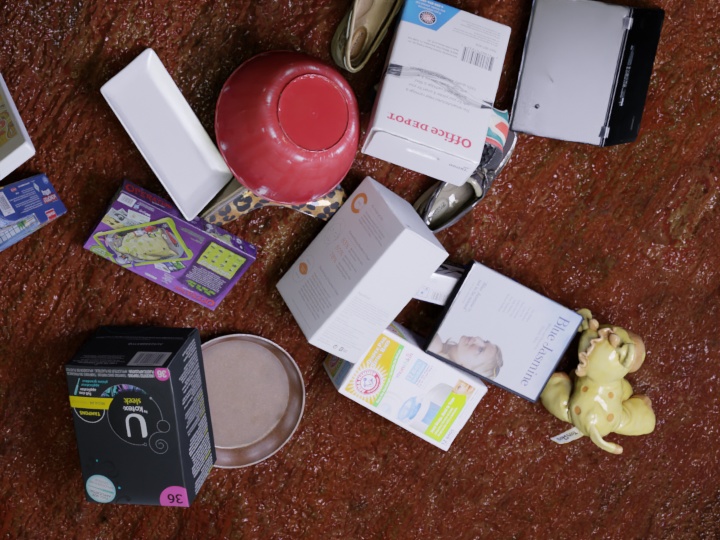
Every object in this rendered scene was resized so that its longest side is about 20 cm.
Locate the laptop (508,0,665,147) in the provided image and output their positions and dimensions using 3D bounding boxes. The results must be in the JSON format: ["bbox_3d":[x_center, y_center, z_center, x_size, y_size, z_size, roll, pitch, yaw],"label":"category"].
[{"bbox_3d":[0.315,-0.277,1.683,0.199,0.115,0.190,-15,120,-55],"label":"laptop"}]

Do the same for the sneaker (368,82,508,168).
[{"bbox_3d":[0.110,-0.216,1.645,0.197,0.071,0.094,23,58,0],"label":"sneaker"}]

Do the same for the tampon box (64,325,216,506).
[{"bbox_3d":[-0.287,0.191,1.610,0.147,0.126,0.203,0,111,13],"label":"tampon box"}]

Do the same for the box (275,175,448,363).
[{"bbox_3d":[0.000,0.000,1.626,0.097,0.125,0.200,28,109,-43],"label":"box"}]

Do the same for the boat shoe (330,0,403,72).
[{"bbox_3d":[0.024,-0.350,1.573,0.072,0.063,0.203,17,103,-19],"label":"boat shoe"}]

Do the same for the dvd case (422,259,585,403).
[{"bbox_3d":[0.199,0.087,1.691,0.198,0.018,0.144,25,100,-23],"label":"dvd case"}]

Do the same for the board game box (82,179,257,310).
[{"bbox_3d":[-0.249,-0.030,1.598,0.198,0.033,0.120,28,124,-22],"label":"board game box"}]

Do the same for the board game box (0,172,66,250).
[{"bbox_3d":[-0.484,-0.034,1.489,0.198,0.200,0.062,-30,97,11],"label":"board game box"}]

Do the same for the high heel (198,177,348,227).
[{"bbox_3d":[-0.113,-0.071,1.628,0.199,0.071,0.144,-35,115,-5],"label":"high heel"}]

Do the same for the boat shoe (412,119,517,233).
[{"bbox_3d":[0.151,-0.123,1.683,0.073,0.065,0.201,38,94,-20],"label":"boat shoe"}]

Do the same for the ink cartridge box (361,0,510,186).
[{"bbox_3d":[0.096,-0.230,1.559,0.142,0.084,0.203,18,70,-6],"label":"ink cartridge box"}]

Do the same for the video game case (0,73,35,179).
[{"bbox_3d":[-0.480,-0.139,1.435,0.181,0.201,0.023,-37,134,0],"label":"video game case"}]

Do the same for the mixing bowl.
[{"bbox_3d":[-0.075,-0.190,1.540,0.197,0.108,0.204,2,86,-22],"label":"mixing bowl"}]

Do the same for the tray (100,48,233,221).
[{"bbox_3d":[-0.248,-0.172,1.556,0.108,0.022,0.201,-50,117,-38],"label":"tray"}]

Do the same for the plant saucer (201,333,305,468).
[{"bbox_3d":[-0.177,0.179,1.713,0.197,0.035,0.204,-4,108,-13],"label":"plant saucer"}]

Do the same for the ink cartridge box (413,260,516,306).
[{"bbox_3d":[0.139,0.022,1.714,0.197,0.094,0.045,15,104,-19],"label":"ink cartridge box"}]

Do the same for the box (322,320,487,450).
[{"bbox_3d":[0.061,0.150,1.731,0.198,0.101,0.113,31,98,-22],"label":"box"}]

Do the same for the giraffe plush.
[{"bbox_3d":[0.344,0.145,1.744,0.171,0.199,0.165,21,113,24],"label":"giraffe plush"}]
